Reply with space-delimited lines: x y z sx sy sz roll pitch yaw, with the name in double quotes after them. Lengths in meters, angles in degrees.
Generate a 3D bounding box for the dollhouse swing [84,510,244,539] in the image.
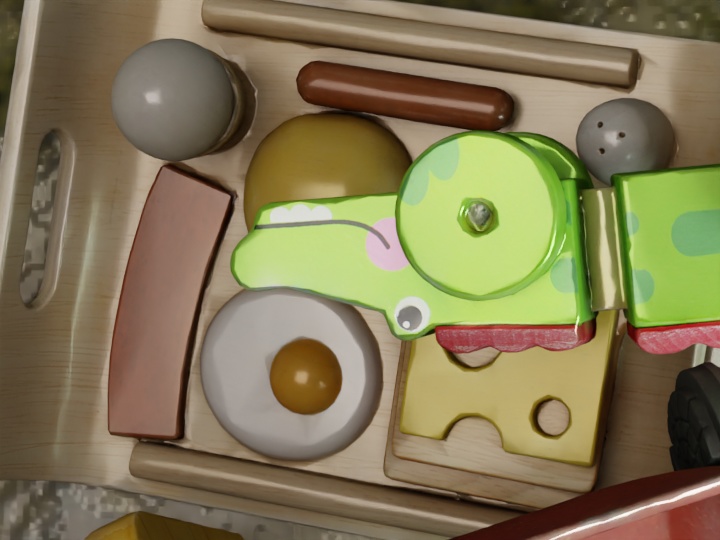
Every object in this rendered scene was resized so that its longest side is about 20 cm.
-0.117 0.166 0.655 0.199 0.176 0.182 -26 91 17 "dollhouse swing"

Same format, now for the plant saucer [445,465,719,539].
0.004 0.141 0.612 0.199 0.037 0.200 -17 125 -12 "plant saucer"

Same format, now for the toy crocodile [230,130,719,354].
0.070 -0.005 0.627 0.199 0.068 0.062 -4 91 8 "toy crocodile"

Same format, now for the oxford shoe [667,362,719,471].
0.140 0.097 0.643 0.084 0.073 0.200 -33 103 -2 "oxford shoe"

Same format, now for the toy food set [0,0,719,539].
0.000 0.000 0.695 0.199 0.060 0.144 9 93 16 "toy food set"
